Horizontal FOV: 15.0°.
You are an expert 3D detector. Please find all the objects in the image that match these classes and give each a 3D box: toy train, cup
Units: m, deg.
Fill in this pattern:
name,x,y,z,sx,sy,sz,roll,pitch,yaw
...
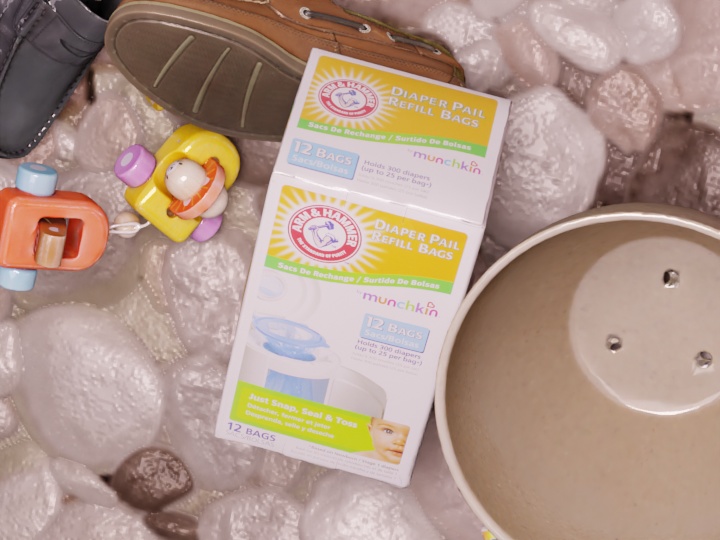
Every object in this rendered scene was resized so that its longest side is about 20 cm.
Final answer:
name,x,y,z,sx,sy,sz,roll,pitch,yaw
toy train,-0.125,-0.074,1.479,0.056,0.150,0.200,40,117,56
cup,0.149,0.048,1.395,0.200,0.143,0.201,4,108,12

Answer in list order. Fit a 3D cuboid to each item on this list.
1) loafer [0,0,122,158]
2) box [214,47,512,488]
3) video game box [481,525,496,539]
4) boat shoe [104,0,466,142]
name,x,y,z,sx,sy,sz,roll,pitch,yaw
loafer,-0.161,-0.147,1.505,0.070,0.068,0.201,39,111,36
box,0.000,0.000,1.416,0.112,0.101,0.200,15,134,0
video game box,0.179,0.211,1.482,0.182,0.047,0.200,-15,97,20
boat shoe,-0.039,-0.110,1.441,0.200,0.068,0.072,20,138,-18
